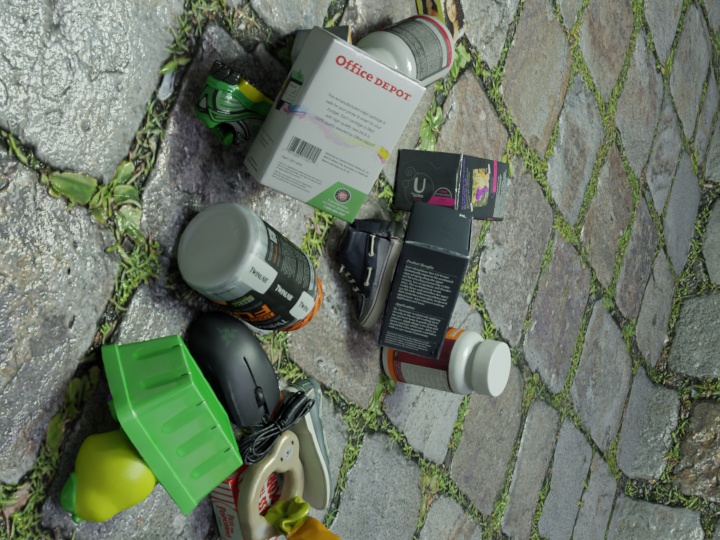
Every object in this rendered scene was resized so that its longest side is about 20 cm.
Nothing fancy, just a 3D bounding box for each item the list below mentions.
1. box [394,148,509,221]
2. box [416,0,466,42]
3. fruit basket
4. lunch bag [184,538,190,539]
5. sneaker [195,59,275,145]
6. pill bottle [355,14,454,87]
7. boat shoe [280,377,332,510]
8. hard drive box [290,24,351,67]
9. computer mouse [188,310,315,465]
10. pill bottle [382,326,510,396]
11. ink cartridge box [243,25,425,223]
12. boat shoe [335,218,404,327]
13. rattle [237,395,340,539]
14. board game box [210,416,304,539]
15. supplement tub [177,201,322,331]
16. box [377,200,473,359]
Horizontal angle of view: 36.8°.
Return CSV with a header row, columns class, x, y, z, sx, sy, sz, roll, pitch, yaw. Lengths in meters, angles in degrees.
class,x,y,z,sx,sy,sz,roll,pitch,yaw
box,0.160,-0.145,1.856,0.200,0.122,0.107,1,96,-59
box,0.126,-0.474,1.787,0.075,0.050,0.201,-51,137,-40
fruit basket,-0.261,0.201,1.268,0.214,0.156,0.217,-11,129,-15
lunch bag,-0.248,0.432,1.309,0.200,0.139,0.169,-9,106,-59
sneaker,-0.151,-0.198,1.394,0.085,0.078,0.200,-56,151,4
pill bottle,0.054,-0.317,1.648,0.200,0.110,0.111,-37,128,-50
boat shoe,-0.066,0.247,1.540,0.062,0.073,0.201,-34,119,-46
hard drive box,-0.043,-0.220,1.484,0.156,0.076,0.201,-88,173,-65
computer mouse,-0.145,0.138,1.409,0.138,0.053,0.201,-41,103,-34
pill bottle,0.146,0.150,1.831,0.109,0.199,0.110,-21,115,-55
ink cartridge box,-0.034,-0.183,1.356,0.144,0.084,0.201,22,105,-28
boat shoe,0.000,0.000,1.692,0.075,0.092,0.201,-94,-163,-55
rattle,-0.088,0.278,1.455,0.130,0.143,0.201,6,98,-40
board game box,-0.133,0.303,1.556,0.200,0.046,0.152,-42,131,-47
supplement tub,-0.136,0.003,1.403,0.200,0.122,0.123,39,64,-54
box,0.105,0.014,1.726,0.148,0.104,0.201,-74,178,-61
